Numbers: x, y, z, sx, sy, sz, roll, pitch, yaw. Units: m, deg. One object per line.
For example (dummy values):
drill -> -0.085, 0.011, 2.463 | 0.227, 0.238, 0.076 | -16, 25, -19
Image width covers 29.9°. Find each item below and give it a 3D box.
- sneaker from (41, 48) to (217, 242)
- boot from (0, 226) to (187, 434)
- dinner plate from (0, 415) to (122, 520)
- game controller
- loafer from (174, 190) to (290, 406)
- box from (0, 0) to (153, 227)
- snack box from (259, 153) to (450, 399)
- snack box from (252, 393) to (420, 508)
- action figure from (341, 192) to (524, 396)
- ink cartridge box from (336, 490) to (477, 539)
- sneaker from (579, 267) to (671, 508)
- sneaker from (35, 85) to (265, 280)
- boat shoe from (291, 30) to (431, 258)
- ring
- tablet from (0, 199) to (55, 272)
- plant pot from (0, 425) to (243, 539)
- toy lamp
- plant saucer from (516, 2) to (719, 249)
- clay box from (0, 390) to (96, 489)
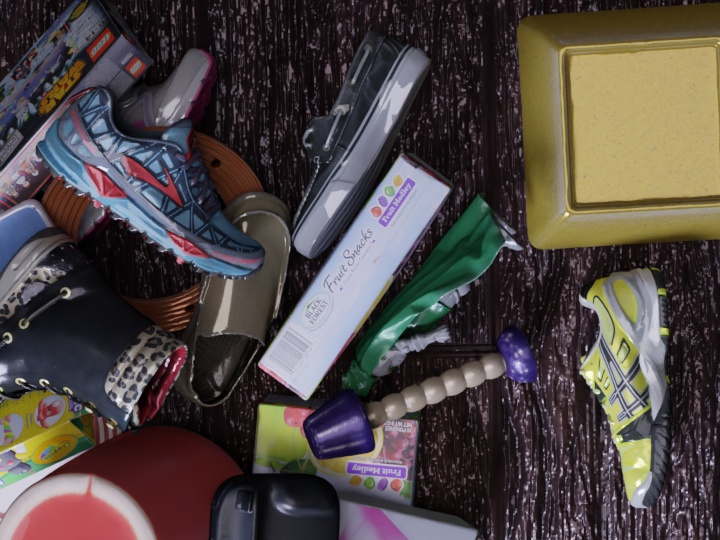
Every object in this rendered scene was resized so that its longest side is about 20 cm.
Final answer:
sneaker -> -0.204, -0.120, 1.147 | 0.088, 0.081, 0.200 | 44, 96, -2
boot -> -0.240, 0.089, 1.046 | 0.153, 0.073, 0.204 | 36, 98, 14
dinner plate -> -0.308, 0.147, 1.206 | 0.198, 0.024, 0.202 | 0, 94, 4
game controller -> -0.069, 0.260, 1.056 | 0.104, 0.042, 0.202 | 2, 93, -24
loafer -> -0.103, 0.032, 1.142 | 0.075, 0.068, 0.201 | 10, 110, -25
box -> -0.266, -0.135, 1.124 | 0.200, 0.137, 0.040 | -47, 127, 6
snack box -> 0.000, 0.000, 1.105 | 0.053, 0.142, 0.201 | 35, 97, 0
snack box -> -0.026, 0.216, 1.178 | 0.141, 0.053, 0.202 | 6, 96, 4
action figure -> 0.054, 0.033, 1.143 | 0.055, 0.118, 0.200 | 40, 105, -12
ink cartridge box -> -0.017, 0.285, 1.109 | 0.199, 0.043, 0.198 | 16, 90, -28
sneaker -> 0.226, 0.100, 1.148 | 0.076, 0.075, 0.202 | -3, 84, 11
sneaker -> -0.148, -0.069, 1.050 | 0.199, 0.079, 0.096 | 34, 97, -17
boat shoe -> -0.014, -0.109, 1.148 | 0.071, 0.072, 0.201 | 29, 86, 10
ring -> -0.174, -0.033, 1.138 | 0.199, 0.019, 0.202 | -9, 126, -13
tablet -> -0.318, 0.040, 1.098 | 0.199, 0.014, 0.131 | -27, 107, 3
plant pot -> -0.194, 0.229, 1.086 | 0.199, 0.177, 0.202 | -1, 85, 12
toy lamp -> 0.048, 0.103, 1.123 | 0.199, 0.058, 0.059 | -23, 93, -14
plant saucer -> 0.236, -0.121, 1.134 | 0.198, 0.048, 0.202 | -3, 95, 4
clay box -> -0.300, 0.122, 1.135 | 0.199, 0.115, 0.048 | -24, 137, 7
